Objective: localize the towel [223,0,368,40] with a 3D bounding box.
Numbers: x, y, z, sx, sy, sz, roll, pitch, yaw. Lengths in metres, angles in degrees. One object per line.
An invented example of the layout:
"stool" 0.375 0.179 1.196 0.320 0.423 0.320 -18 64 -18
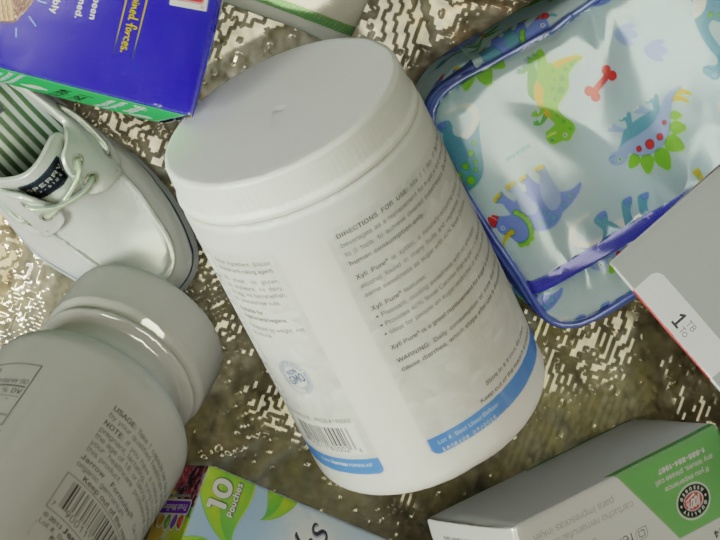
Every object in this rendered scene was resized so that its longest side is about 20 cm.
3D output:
"towel" -0.037 -0.231 1.493 0.152 0.023 0.201 19 95 -9

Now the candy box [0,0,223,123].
"candy box" -0.162 -0.177 1.417 0.199 0.077 0.170 14 89 -15

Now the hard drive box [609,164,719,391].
"hard drive box" 0.219 0.048 1.445 0.077 0.200 0.156 -41 68 4

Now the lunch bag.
"lunch bag" 0.142 -0.075 1.505 0.200 0.082 0.161 -29 103 1

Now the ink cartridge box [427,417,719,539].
"ink cartridge box" 0.138 0.196 1.520 0.146 0.084 0.201 -24 102 -30

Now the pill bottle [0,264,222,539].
"pill bottle" -0.151 0.095 1.445 0.114 0.114 0.200 40 50 -10

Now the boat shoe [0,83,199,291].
"boat shoe" -0.165 -0.051 1.487 0.200 0.067 0.074 40 94 -10

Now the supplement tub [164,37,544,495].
"supplement tub" 0.000 0.000 1.454 0.132 0.132 0.200 -26 118 -1

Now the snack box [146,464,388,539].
"snack box" -0.027 0.201 1.501 0.200 0.053 0.143 25 74 -24
